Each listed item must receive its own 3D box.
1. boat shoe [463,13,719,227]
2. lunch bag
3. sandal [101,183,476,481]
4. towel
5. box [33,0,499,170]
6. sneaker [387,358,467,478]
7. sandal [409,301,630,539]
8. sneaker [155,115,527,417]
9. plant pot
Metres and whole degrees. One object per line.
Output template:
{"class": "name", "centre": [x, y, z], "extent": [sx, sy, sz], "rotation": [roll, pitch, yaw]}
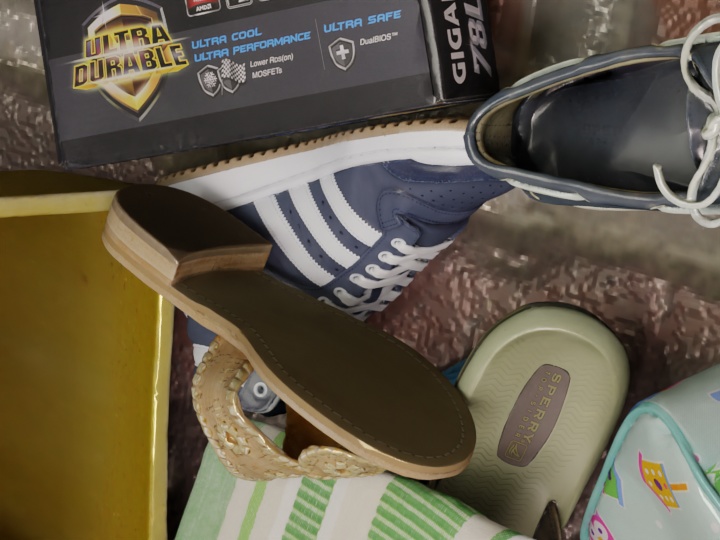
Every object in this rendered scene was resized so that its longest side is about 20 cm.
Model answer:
{"class": "boat shoe", "centre": [0.128, -0.053, 1.014], "extent": [0.200, 0.062, 0.075], "rotation": [3, 94, 38]}
{"class": "lunch bag", "centre": [0.165, 0.128, 1.024], "extent": [0.200, 0.077, 0.161], "rotation": [54, 161, 21]}
{"class": "sandal", "centre": [-0.035, 0.046, 1.107], "extent": [0.212, 0.077, 0.070], "rotation": [40, 121, 39]}
{"class": "towel", "centre": [-0.019, 0.146, 1.095], "extent": [0.200, 0.023, 0.153], "rotation": [15, 86, 54]}
{"class": "box", "centre": [-0.050, -0.151, 1.130], "extent": [0.199, 0.050, 0.199], "rotation": [-7, 94, 37]}
{"class": "sneaker", "centre": [0.018, 0.112, 1.170], "extent": [0.081, 0.077, 0.200], "rotation": [42, 115, -1]}
{"class": "sandal", "centre": [0.047, 0.107, 1.096], "extent": [0.080, 0.057, 0.202], "rotation": [13, 113, -10]}
{"class": "sneaker", "centre": [0.000, 0.000, 1.162], "extent": [0.200, 0.070, 0.109], "rotation": [-11, 84, 42]}
{"class": "plant pot", "centre": [-0.210, 0.046, 1.241], "extent": [0.200, 0.194, 0.196], "rotation": [24, 114, 58]}
